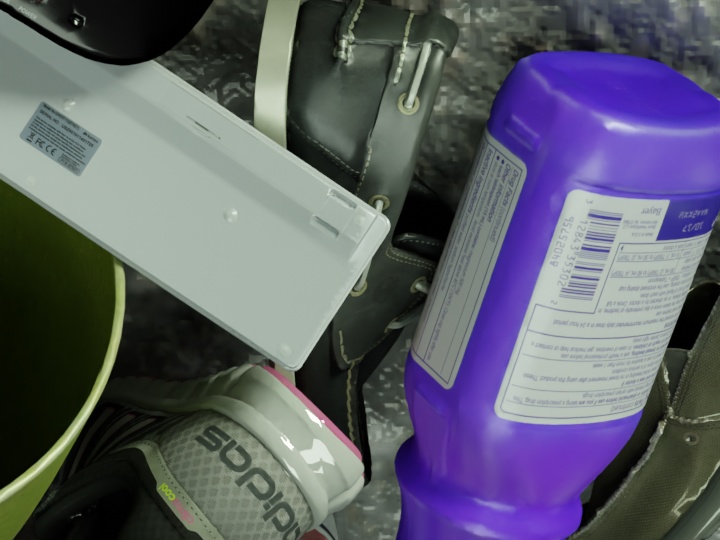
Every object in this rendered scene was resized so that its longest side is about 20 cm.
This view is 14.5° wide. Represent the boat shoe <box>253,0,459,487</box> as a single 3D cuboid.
[{"bbox_3d":[0.000,0.000,0.932,0.067,0.072,0.201,0,128,0],"label":"boat shoe"}]

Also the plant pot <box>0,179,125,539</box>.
[{"bbox_3d":[-0.182,0.051,0.924,0.186,0.188,0.200,9,147,-8],"label":"plant pot"}]

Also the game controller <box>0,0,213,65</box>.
[{"bbox_3d":[-0.114,-0.143,0.811,0.199,0.042,0.105,31,90,-24],"label":"game controller"}]

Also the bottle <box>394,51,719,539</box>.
[{"bbox_3d":[0.057,0.029,0.925,0.083,0.065,0.201,-2,120,-38],"label":"bottle"}]

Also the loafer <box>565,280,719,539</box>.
[{"bbox_3d":[0.122,0.038,0.979,0.070,0.075,0.200,42,126,6],"label":"loafer"}]

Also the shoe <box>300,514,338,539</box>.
[{"bbox_3d":[-0.049,0.180,1.074,0.071,0.091,0.201,8,131,-8],"label":"shoe"}]

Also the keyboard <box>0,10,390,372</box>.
[{"bbox_3d":[-0.087,-0.047,0.865,0.199,0.011,0.056,34,90,0],"label":"keyboard"}]

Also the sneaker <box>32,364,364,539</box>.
[{"bbox_3d":[-0.077,0.086,0.950,0.074,0.087,0.200,54,152,-10],"label":"sneaker"}]
